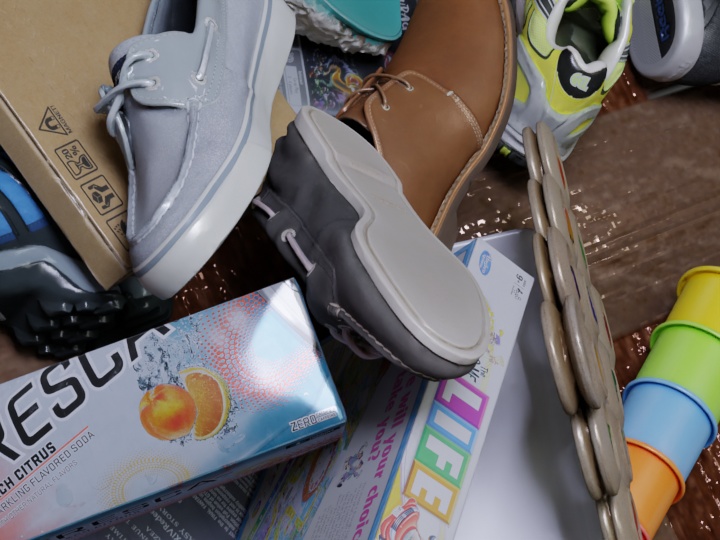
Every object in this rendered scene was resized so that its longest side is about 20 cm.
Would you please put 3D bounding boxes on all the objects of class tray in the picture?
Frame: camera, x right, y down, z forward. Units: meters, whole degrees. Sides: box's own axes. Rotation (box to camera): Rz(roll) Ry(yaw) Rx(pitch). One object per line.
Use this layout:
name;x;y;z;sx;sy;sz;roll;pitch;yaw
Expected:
tray;0.055;0.085;0.925;0.107;0.022;0.201;-12;73;4

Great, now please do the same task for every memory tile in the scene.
memory tile;0.104;0.032;0.905;0.200;0.017;0.154;-88;161;-56

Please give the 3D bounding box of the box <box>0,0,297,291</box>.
box;-0.119;-0.104;0.871;0.200;0.021;0.163;54;38;1

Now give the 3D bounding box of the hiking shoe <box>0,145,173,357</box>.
hiking shoe;-0.176;-0.018;0.829;0.199;0.074;0.087;12;56;-37

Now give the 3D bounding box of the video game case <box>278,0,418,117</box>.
video game case;-0.035;-0.166;1.000;0.181;0.023;0.201;2;68;-30

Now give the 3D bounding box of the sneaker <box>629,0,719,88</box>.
sneaker;0.207;-0.198;1.136;0.111;0.073;0.201;9;74;-32

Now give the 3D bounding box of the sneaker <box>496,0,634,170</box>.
sneaker;0.123;-0.140;1.046;0.075;0.076;0.201;28;49;-16

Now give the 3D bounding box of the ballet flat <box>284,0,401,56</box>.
ballet flat;-0.054;-0.163;0.923;0.200;0.071;0.072;35;50;-49

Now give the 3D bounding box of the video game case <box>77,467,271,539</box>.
video game case;-0.087;0.159;0.832;0.143;0.019;0.200;46;54;-6

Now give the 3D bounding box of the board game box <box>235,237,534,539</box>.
board game box;-0.003;0.094;0.814;0.034;0.134;0.201;35;51;-17

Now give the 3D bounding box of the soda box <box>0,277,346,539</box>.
soda box;-0.108;0.070;0.776;0.199;0.068;0.064;-21;80;-7

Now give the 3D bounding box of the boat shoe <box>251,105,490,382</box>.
boat shoe;0.000;0.000;0.803;0.067;0.057;0.200;25;20;-28

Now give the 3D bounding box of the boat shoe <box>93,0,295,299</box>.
boat shoe;-0.079;-0.069;0.818;0.071;0.070;0.201;35;35;-20

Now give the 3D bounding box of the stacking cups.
stacking cups;0.153;0.090;0.987;0.060;0.060;0.200;39;58;-11

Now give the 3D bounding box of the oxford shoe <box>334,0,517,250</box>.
oxford shoe;0.023;-0.074;0.929;0.071;0.071;0.201;42;55;-39
